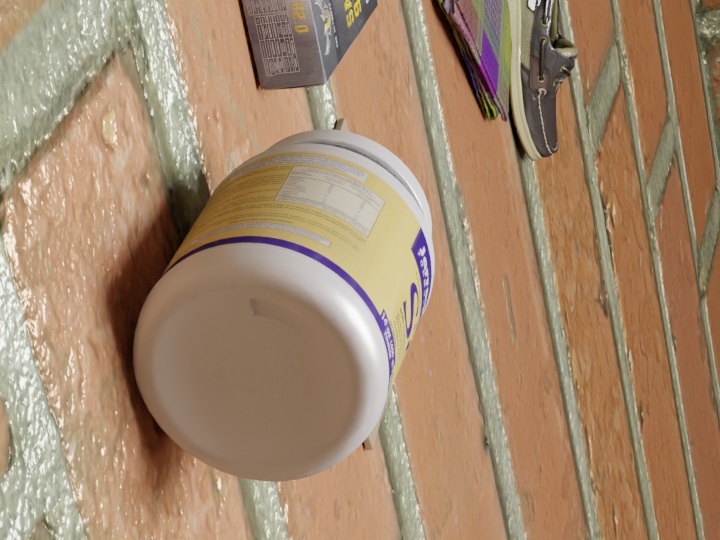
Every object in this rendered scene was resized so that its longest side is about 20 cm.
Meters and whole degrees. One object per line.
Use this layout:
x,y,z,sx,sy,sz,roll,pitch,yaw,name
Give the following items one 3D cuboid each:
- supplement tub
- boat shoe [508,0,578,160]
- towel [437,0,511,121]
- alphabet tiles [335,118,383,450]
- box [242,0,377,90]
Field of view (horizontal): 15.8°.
-0.037,0.014,1.494,0.200,0.145,0.146,-64,145,-60,supplement tub
0.169,-0.199,2.406,0.073,0.065,0.201,-62,145,-65,boat shoe
0.099,-0.236,2.257,0.200,0.023,0.144,59,30,-58,towel
0.000,0.000,1.873,0.167,0.008,0.201,-72,153,-53,alphabet tiles
-0.044,-0.240,1.715,0.158,0.048,0.201,-62,143,-63,box
